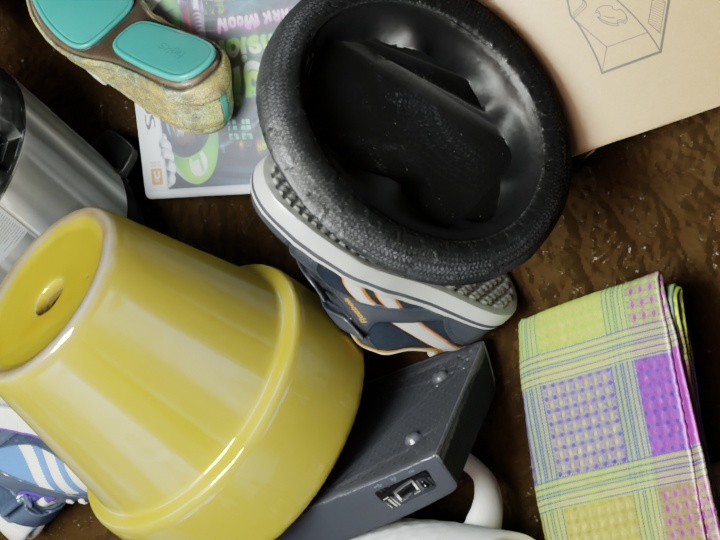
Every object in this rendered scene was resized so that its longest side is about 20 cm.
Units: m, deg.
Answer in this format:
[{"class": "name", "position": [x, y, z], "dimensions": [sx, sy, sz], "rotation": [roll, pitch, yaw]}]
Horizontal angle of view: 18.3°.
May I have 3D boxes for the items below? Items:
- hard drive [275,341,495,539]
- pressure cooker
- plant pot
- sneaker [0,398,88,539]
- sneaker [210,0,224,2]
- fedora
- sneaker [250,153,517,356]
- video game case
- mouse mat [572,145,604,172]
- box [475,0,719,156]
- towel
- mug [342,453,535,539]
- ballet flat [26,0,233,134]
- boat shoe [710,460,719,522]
[{"class": "hard drive", "position": [-0.006, 0.124, 1.452], "dimensions": [0.199, 0.135, 0.042], "rotation": [-24, 113, 32]}, {"class": "pressure cooker", "position": [-0.246, -0.024, 1.515], "dimensions": [0.175, 0.200, 0.180], "rotation": [-19, 51, 27]}, {"class": "plant pot", "position": [-0.131, 0.062, 1.418], "dimensions": [0.200, 0.202, 0.189], "rotation": [-34, 124, 30]}, {"class": "sneaker", "position": [-0.204, 0.144, 1.608], "dimensions": [0.199, 0.081, 0.147], "rotation": [17, 134, 5]}, {"class": "sneaker", "position": [-0.061, -0.242, 1.367], "dimensions": [0.080, 0.089, 0.200], "rotation": [31, 140, -18]}, {"class": "fedora", "position": [0.023, -0.075, 1.328], "dimensions": [0.201, 0.200, 0.092], "rotation": [62, 155, 6]}, {"class": "sneaker", "position": [0.000, 0.000, 1.402], "dimensions": [0.199, 0.079, 0.079], "rotation": [29, 130, -27]}, {"class": "video game case", "position": [-0.084, -0.141, 1.468], "dimensions": [0.199, 0.023, 0.183], "rotation": [-1, 99, 45]}, {"class": "mouse mat", "position": [0.082, -0.124, 1.373], "dimensions": [0.200, 0.008, 0.161], "rotation": [-41, 90, 12]}, {"class": "box", "position": [0.145, -0.179, 1.337], "dimensions": [0.163, 0.021, 0.201], "rotation": [-19, 95, 14]}, {"class": "towel", "position": [0.160, 0.114, 1.376], "dimensions": [0.143, 0.023, 0.201], "rotation": [-21, 76, 47]}, {"class": "mug", "position": [0.030, 0.208, 1.449], "dimensions": [0.175, 0.147, 0.201], "rotation": [3, 70, 40]}, {"class": "ballet flat", "position": [-0.152, -0.144, 1.484], "dimensions": [0.200, 0.070, 0.071], "rotation": [32, 114, 39]}, {"class": "boat shoe", "position": [0.242, 0.217, 1.367], "dimensions": [0.073, 0.074, 0.201], "rotation": [-29, 75, 40]}]
